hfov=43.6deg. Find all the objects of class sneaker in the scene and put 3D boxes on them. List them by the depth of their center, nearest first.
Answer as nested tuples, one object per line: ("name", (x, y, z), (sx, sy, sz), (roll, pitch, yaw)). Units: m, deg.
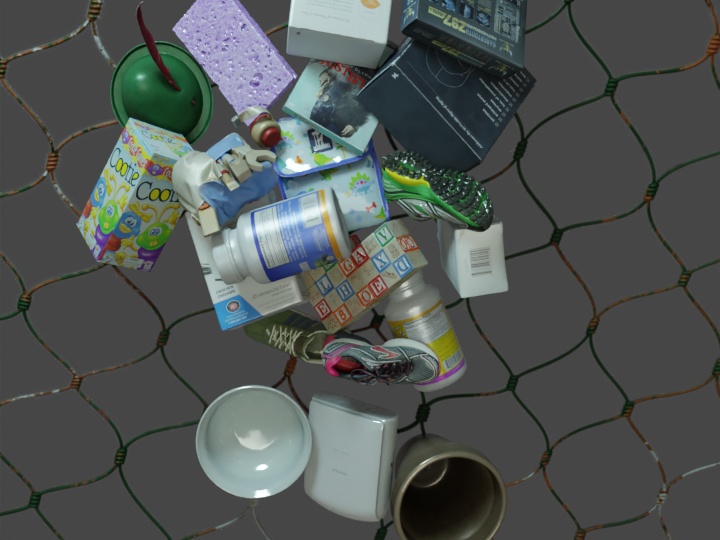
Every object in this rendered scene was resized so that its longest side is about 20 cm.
("sneaker", (0.117, -0.109, 1.362), (0.078, 0.198, 0.086), (-36, 143, -34))
("sneaker", (0.033, 0.158, 1.460), (0.195, 0.075, 0.082), (5, 112, -3))
("sneaker", (-0.103, 0.113, 1.524), (0.195, 0.090, 0.069), (13, 103, -6))

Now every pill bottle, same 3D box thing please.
("pill bottle", (-0.120, -0.045, 1.357), (0.196, 0.112, 0.114), (-17, 104, 5))
("pill bottle", (0.102, 0.094, 1.526), (0.102, 0.104, 0.204), (-22, 103, 2))

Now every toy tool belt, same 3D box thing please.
("toy tool belt", (-0.179, -0.140, 1.356), (0.199, 0.123, 0.126), (-38, 143, -9))

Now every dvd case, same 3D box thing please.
("dvd case", (-0.018, -0.297, 1.415), (0.144, 0.022, 0.203), (29, 66, -5))

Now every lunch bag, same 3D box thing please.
("lunch bag", (-0.053, -0.159, 1.454), (0.166, 0.127, 0.205), (-13, 94, -2))

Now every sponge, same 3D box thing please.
("sponge", (-0.197, -0.342, 1.411), (0.111, 0.030, 0.201), (-39, 89, 22))

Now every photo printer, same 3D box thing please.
("photo printer", (-0.019, 0.328, 1.558), (0.163, 0.069, 0.205), (13, 105, 29))

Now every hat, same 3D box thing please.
("hat", (-0.323, -0.271, 1.377), (0.164, 0.176, 0.202), (-33, 103, 5))

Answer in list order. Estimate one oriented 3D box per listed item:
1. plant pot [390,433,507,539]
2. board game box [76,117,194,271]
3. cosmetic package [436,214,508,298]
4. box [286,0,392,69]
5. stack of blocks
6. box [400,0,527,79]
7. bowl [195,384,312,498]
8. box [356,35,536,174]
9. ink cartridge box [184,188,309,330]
("plant pot", (0.130, 0.369, 1.547), (0.195, 0.175, 0.205), (-3, 105, -13))
("board game box", (-0.346, -0.116, 1.415), (0.104, 0.103, 0.202), (12, 118, -46))
("cosmetic package", (0.176, -0.039, 1.452), (0.079, 0.200, 0.116), (-8, 107, -1))
("box", (-0.027, -0.431, 1.366), (0.149, 0.106, 0.205), (8, 81, -6))
("stack of blocks", (0.000, 0.000, 1.466), (0.199, 0.058, 0.116), (-39, 79, 29))
("box", (0.157, -0.394, 1.334), (0.196, 0.051, 0.161), (16, 69, -26))
("bowl", (-0.182, 0.280, 1.557), (0.196, 0.091, 0.206), (-1, 104, -4))
("box", (0.135, -0.280, 1.390), (0.200, 0.123, 0.198), (45, 58, -12))
("ink cartridge box", (-0.184, -0.022, 1.460), (0.143, 0.084, 0.204), (-20, 86, 4))
